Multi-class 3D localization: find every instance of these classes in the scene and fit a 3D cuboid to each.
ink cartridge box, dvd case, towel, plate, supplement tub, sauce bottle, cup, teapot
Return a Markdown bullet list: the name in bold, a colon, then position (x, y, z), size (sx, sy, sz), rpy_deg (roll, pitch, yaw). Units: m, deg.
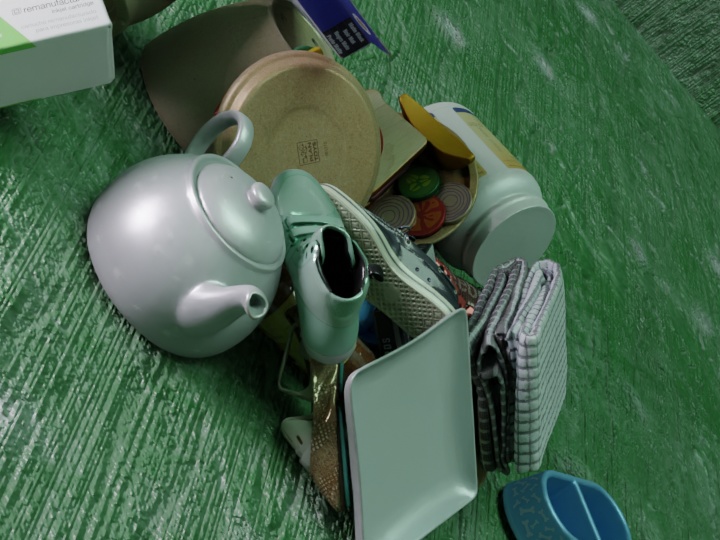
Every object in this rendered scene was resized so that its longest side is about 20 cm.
- **ink cartridge box**: position (-0.070, -0.297, 1.537), size (0.200, 0.041, 0.200), rpy_deg (49, 2, -36)
- **dvd case**: position (0.059, 0.075, 1.689), size (0.200, 0.024, 0.152), rpy_deg (-55, 137, -65)
- **towel**: position (0.162, 0.099, 1.669), size (0.200, 0.085, 0.167), rpy_deg (-57, 147, -60)
- **ink cartridge box**: position (-0.306, -0.247, 1.364), size (0.084, 0.144, 0.201), rpy_deg (101, -30, -60)
- **plate**: position (0.043, 0.156, 1.491), size (0.199, 0.032, 0.202), rpy_deg (-27, 119, -51)
- **supplement tub**: position (0.128, -0.091, 1.907), size (0.144, 0.145, 0.200), rpy_deg (19, 26, -51)
- **sauce bottle**: position (-0.029, 0.082, 1.555), size (0.200, 0.066, 0.066), rpy_deg (47, 26, -18)
- **cup**: position (-0.109, -0.203, 1.676), size (0.200, 0.143, 0.201), rpy_deg (41, 28, -28)
- **teapot**: position (-0.135, -0.033, 1.415), size (0.201, 0.146, 0.197), rpy_deg (56, 24, 6)

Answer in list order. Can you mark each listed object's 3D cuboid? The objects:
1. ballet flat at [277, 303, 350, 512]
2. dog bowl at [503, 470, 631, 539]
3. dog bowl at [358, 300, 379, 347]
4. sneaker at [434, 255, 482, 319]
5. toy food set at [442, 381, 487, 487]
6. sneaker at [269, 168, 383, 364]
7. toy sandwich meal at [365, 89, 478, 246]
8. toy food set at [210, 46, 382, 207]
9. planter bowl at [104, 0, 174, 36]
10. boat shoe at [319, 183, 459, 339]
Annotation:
- **ballet flat**: position (-0.044, 0.123, 1.472), size (0.071, 0.064, 0.202), rpy_deg (101, -13, -71)
- **dog bowl**: position (0.236, 0.281, 1.778), size (0.199, 0.049, 0.112), rpy_deg (23, 39, -50)
- **dog bowl**: position (-0.012, 0.022, 1.679), size (0.112, 0.049, 0.200), rpy_deg (51, 24, -9)
- **sneaker**: position (0.103, 0.040, 1.840), size (0.201, 0.071, 0.098), rpy_deg (46, 19, -10)
- **toy food set**: position (0.097, 0.136, 1.663), size (0.201, 0.048, 0.199), rpy_deg (-80, 158, -43)
- **sneaker**: position (-0.031, -0.031, 1.437), size (0.073, 0.119, 0.202), rpy_deg (-6, 59, -17)
- **toy sandwich meal**: position (0.038, -0.117, 1.799), size (0.070, 0.203, 0.207), rpy_deg (87, -16, -60)
- **toy food set**: position (-0.062, -0.117, 1.580), size (0.197, 0.048, 0.202), rpy_deg (-32, 111, -25)
- **planter bowl**: position (-0.252, -0.310, 1.533), size (0.200, 0.199, 0.136), rpy_deg (40, 56, -28)
- **boat shoe**: position (0.021, -0.011, 1.560), size (0.200, 0.075, 0.062), rpy_deg (42, 35, -8)
